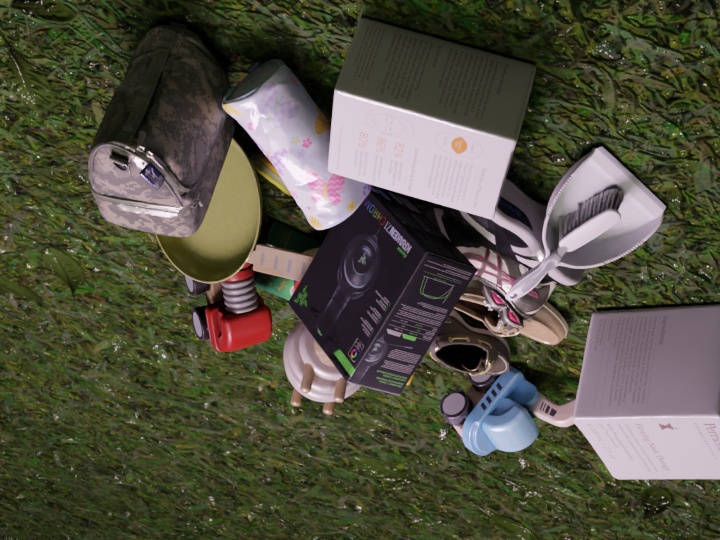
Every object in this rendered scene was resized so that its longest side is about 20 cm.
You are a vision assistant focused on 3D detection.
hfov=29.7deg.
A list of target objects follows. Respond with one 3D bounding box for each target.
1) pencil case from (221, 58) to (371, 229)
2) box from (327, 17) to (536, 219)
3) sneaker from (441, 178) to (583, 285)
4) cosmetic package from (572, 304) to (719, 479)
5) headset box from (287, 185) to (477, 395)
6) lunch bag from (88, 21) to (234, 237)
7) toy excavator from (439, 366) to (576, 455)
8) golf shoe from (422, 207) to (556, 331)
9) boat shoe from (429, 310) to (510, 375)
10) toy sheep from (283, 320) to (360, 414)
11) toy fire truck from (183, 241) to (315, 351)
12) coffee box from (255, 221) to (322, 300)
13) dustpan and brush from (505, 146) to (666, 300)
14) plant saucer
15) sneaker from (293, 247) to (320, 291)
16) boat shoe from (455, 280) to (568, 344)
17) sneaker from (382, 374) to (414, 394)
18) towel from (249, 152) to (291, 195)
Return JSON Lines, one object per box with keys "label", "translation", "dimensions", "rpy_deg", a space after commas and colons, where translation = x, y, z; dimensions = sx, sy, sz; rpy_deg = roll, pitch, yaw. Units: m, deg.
{"label": "pencil case", "translation": [-0.073, -0.143, 1.563], "dimensions": [0.090, 0.083, 0.201], "rpy_deg": [-32, 112, 15]}
{"label": "box", "translation": [0.074, -0.163, 1.477], "dimensions": [0.197, 0.107, 0.153], "rpy_deg": [16, 149, 4]}
{"label": "sneaker", "translation": [0.177, -0.043, 1.648], "dimensions": [0.111, 0.074, 0.199], "rpy_deg": [-12, 140, 44]}
{"label": "cosmetic package", "translation": [0.405, 0.159, 1.759], "dimensions": [0.198, 0.168, 0.168], "rpy_deg": [-5, 142, 33]}
{"label": "headset box", "translation": [0.019, 0.025, 1.643], "dimensions": [0.092, 0.174, 0.201], "rpy_deg": [17, 113, -40]}
{"label": "lunch bag", "translation": [-0.231, -0.160, 1.558], "dimensions": [0.137, 0.202, 0.169], "rpy_deg": [11, 151, 10]}
{"label": "toy excavator", "translation": [0.246, 0.202, 1.965], "dimensions": [0.199, 0.195, 0.100], "rpy_deg": [31, 163, 41]}
{"label": "golf shoe", "translation": [0.160, -0.020, 1.716], "dimensions": [0.088, 0.077, 0.200], "rpy_deg": [-41, 109, 16]}
{"label": "boat shoe", "translation": [0.150, 0.113, 1.889], "dimensions": [0.072, 0.061, 0.201], "rpy_deg": [-31, 143, 24]}
{"label": "toy sheep", "translation": [-0.049, 0.124, 1.899], "dimensions": [0.136, 0.140, 0.200], "rpy_deg": [23, 160, -9]}
{"label": "toy fire truck", "translation": [-0.143, 0.019, 1.780], "dimensions": [0.200, 0.127, 0.179], "rpy_deg": [-153, 52, -63]}
{"label": "coffee box", "translation": [-0.054, 0.012, 1.893], "dimensions": [0.198, 0.044, 0.123], "rpy_deg": [23, 149, -8]}
{"label": "dustpan and brush", "translation": [0.242, -0.035, 1.569], "dimensions": [0.139, 0.058, 0.199], "rpy_deg": [36, 123, -29]}
{"label": "plant saucer", "translation": [-0.190, -0.086, 1.715], "dimensions": [0.198, 0.203, 0.031], "rpy_deg": [-9, -178, 39]}
{"label": "sneaker", "translation": [0.000, 0.000, 1.768], "dimensions": [0.198, 0.085, 0.075], "rpy_deg": [-22, 126, 24]}
{"label": "boat shoe", "translation": [0.190, 0.057, 1.810], "dimensions": [0.198, 0.066, 0.072], "rpy_deg": [30, 148, -22]}
{"label": "sneaker", "translation": [0.058, 0.115, 1.934], "dimensions": [0.091, 0.069, 0.200], "rpy_deg": [60, 153, 11]}
{"label": "towel", "translation": [-0.044, -0.139, 1.675], "dimensions": [0.198, 0.018, 0.086], "rpy_deg": [-14, 142, 41]}
